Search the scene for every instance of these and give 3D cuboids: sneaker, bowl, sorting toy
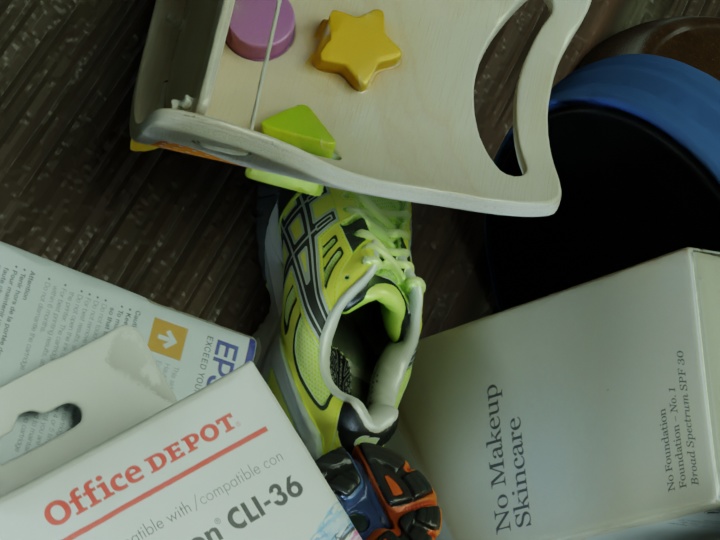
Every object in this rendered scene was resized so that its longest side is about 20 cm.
[{"bbox_3d":[-0.045,0.154,0.916,0.200,0.079,0.075,-36,67,-27],"label":"sneaker"},{"bbox_3d":[0.000,0.000,1.008,0.075,0.076,0.201,22,60,-34],"label":"sneaker"},{"bbox_3d":[0.129,0.007,1.042,0.039,0.200,0.201,-25,93,-33],"label":"bowl"},{"bbox_3d":[0.008,-0.098,0.986,0.180,0.107,0.201,17,63,-11],"label":"sorting toy"}]

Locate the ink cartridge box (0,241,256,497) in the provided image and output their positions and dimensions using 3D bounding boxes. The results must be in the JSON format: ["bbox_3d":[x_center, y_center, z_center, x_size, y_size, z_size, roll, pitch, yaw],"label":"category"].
[{"bbox_3d":[-0.151,0.080,0.827,0.200,0.043,0.197,22,60,-16],"label":"ink cartridge box"}]

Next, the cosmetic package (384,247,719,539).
[{"bbox_3d":[0.089,0.067,0.982,0.073,0.200,0.104,10,68,-41],"label":"cosmetic package"}]

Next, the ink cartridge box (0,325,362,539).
[{"bbox_3d":[-0.060,0.113,0.791,0.116,0.067,0.200,-28,81,-31],"label":"ink cartridge box"}]

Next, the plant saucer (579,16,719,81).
[{"bbox_3d":[0.201,-0.062,1.182,0.200,0.032,0.201,16,41,-14],"label":"plant saucer"}]
